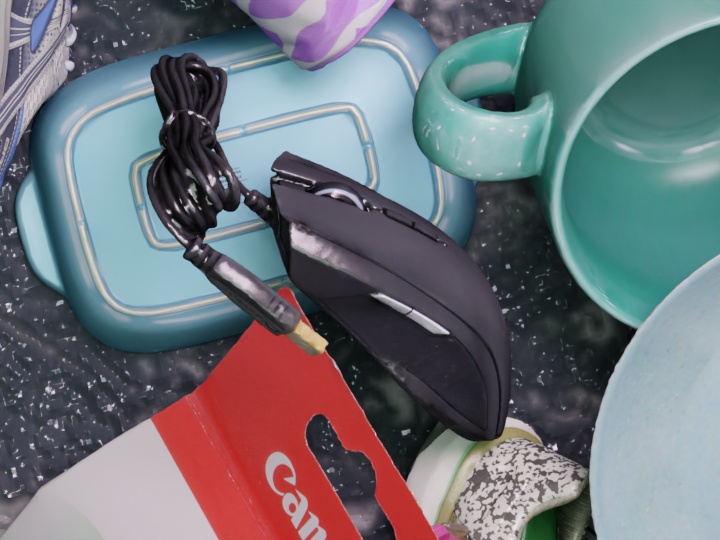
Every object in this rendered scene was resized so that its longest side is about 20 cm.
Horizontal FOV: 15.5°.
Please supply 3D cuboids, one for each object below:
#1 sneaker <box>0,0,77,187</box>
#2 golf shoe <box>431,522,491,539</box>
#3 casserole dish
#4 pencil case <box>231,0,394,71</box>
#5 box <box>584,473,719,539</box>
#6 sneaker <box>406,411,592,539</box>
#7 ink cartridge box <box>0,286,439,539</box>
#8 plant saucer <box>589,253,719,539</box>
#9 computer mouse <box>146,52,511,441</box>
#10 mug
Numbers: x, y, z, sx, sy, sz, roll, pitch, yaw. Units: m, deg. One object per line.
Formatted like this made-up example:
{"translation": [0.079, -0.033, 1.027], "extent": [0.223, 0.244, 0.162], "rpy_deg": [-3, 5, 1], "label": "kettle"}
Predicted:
{"translation": [-0.149, -0.111, 1.061], "extent": [0.077, 0.085, 0.201], "rpy_deg": [11, 69, 21], "label": "sneaker"}
{"translation": [0.041, 0.197, 1.007], "extent": [0.092, 0.072, 0.201], "rpy_deg": [-24, 87, 42], "label": "golf shoe"}
{"translation": [-0.043, -0.038, 1.080], "extent": [0.199, 0.039, 0.122], "rpy_deg": [-15, 91, -2], "label": "casserole dish"}
{"translation": [-0.058, -0.168, 1.013], "extent": [0.200, 0.084, 0.086], "rpy_deg": [44, 73, -16], "label": "pencil case"}
{"translation": [0.198, 0.133, 1.084], "extent": [0.200, 0.060, 0.117], "rpy_deg": [43, 88, -3], "label": "box"}
{"translation": [0.051, 0.156, 1.051], "extent": [0.077, 0.088, 0.201], "rpy_deg": [8, 92, -37], "label": "sneaker"}
{"translation": [-0.059, 0.130, 0.999], "extent": [0.200, 0.050, 0.161], "rpy_deg": [-51, 59, 33], "label": "ink cartridge box"}
{"translation": [0.186, 0.073, 1.022], "extent": [0.200, 0.039, 0.202], "rpy_deg": [0, 102, -1], "label": "plant saucer"}
{"translation": [0.000, 0.000, 0.989], "extent": [0.046, 0.141, 0.200], "rpy_deg": [-40, 109, 17], "label": "computer mouse"}
{"translation": [0.125, -0.072, 1.030], "extent": [0.185, 0.115, 0.152], "rpy_deg": [35, 113, -28], "label": "mug"}
